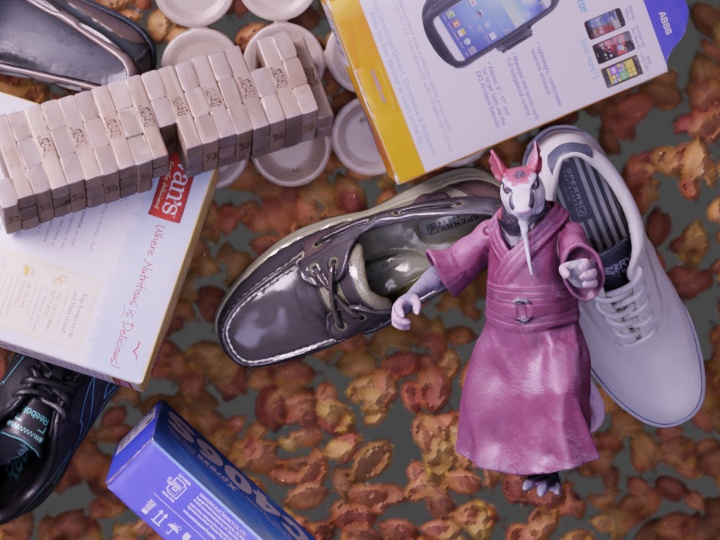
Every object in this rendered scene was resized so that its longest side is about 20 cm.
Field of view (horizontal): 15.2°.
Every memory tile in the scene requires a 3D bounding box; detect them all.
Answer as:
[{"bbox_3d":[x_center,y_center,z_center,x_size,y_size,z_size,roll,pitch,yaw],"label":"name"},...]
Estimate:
[{"bbox_3d":[-0.021,-0.128,1.613,0.200,0.017,0.153,-5,103,1],"label":"memory tile"}]

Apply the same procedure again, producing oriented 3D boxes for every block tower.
[{"bbox_3d":[-0.119,-0.082,1.560,0.200,0.054,0.058,-19,75,-9],"label":"block tower"}]

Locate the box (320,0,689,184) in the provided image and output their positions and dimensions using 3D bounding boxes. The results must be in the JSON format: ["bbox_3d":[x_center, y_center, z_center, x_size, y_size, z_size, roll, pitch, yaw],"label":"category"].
[{"bbox_3d":[0.089,-0.144,1.584,0.200,0.041,0.119,-23,104,-6],"label":"box"}]

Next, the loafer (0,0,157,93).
[{"bbox_3d":[-0.217,-0.150,1.585,0.200,0.063,0.072,18,101,-4],"label":"loafer"}]

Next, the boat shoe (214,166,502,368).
[{"bbox_3d":[0.001,0.001,1.615,0.201,0.066,0.072,-27,100,5],"label":"boat shoe"}]

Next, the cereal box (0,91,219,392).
[{"bbox_3d":[-0.198,-0.025,1.591,0.200,0.040,0.144,18,78,2],"label":"cereal box"}]

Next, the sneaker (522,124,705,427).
[{"bbox_3d":[0.149,0.010,1.614,0.073,0.071,0.200,-27,101,6],"label":"sneaker"}]

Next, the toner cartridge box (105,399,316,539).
[{"bbox_3d":[-0.065,0.170,1.640,0.200,0.095,0.043,43,99,-9],"label":"toner cartridge box"}]

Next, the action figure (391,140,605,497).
[{"bbox_3d":[0.107,0.022,1.560,0.134,0.149,0.200,7,104,33],"label":"action figure"}]

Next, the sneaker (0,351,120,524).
[{"bbox_3d":[-0.179,0.070,1.627,0.075,0.079,0.200,25,100,-4],"label":"sneaker"}]
